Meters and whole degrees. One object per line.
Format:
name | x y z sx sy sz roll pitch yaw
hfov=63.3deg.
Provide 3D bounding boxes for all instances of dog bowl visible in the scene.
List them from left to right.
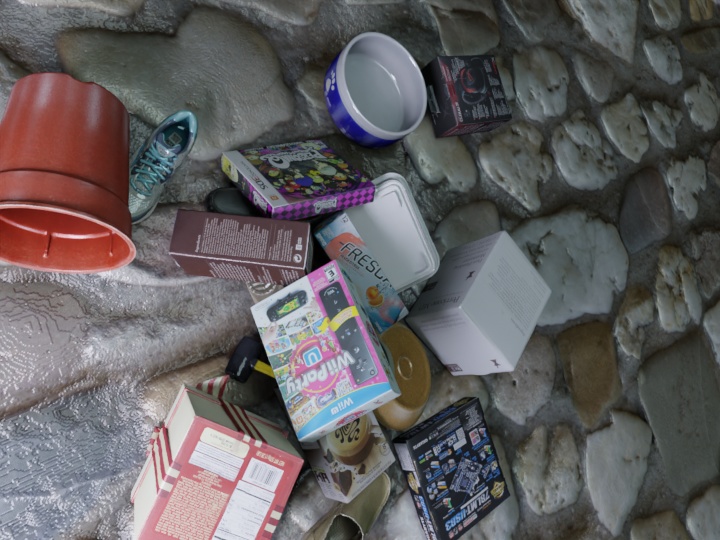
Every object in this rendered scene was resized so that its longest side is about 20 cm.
dog bowl | 0.030 -0.343 1.124 0.196 0.078 0.206 8 76 -32

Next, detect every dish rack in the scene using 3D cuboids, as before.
dish rack | 0.036 -0.048 1.015 0.168 0.044 0.204 -25 104 5

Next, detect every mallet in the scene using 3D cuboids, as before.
mallet | -0.119 0.167 0.867 0.067 0.197 0.041 -54 151 -18

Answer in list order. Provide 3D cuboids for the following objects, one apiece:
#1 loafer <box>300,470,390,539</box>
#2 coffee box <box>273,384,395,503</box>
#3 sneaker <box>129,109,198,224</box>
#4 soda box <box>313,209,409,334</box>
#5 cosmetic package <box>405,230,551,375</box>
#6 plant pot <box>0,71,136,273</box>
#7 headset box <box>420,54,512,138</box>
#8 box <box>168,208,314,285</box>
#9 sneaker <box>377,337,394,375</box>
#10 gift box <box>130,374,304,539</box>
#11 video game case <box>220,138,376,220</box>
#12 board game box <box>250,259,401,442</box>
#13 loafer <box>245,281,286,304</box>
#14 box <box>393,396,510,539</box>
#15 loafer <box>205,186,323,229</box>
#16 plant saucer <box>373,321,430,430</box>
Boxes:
loafer | -0.012 0.399 0.940 0.199 0.067 0.077 -42 103 -32
coffee box | -0.042 0.249 0.946 0.112 0.079 0.204 -29 96 -34
sneaker | -0.305 -0.161 0.859 0.077 0.086 0.204 33 63 -21
soda box | 0.000 0.000 0.966 0.063 0.068 0.202 -34 103 1
cosmetic package | 0.225 0.067 1.110 0.165 0.164 0.201 47 58 -15
plant pot | -0.382 -0.125 0.750 0.196 0.200 0.201 11 66 -30
headset box | 0.219 -0.376 1.257 0.196 0.074 0.153 -16 88 -35
box | -0.169 -0.031 0.862 0.194 0.100 0.077 5 73 0
sneaker | -0.029 0.109 0.886 0.105 0.075 0.201 20 24 -40
gift box | -0.184 0.261 0.784 0.183 0.186 0.203 33 79 -20
video game case | -0.102 -0.152 0.956 0.196 0.036 0.181 -16 45 -33
board game box | -0.050 0.111 0.817 0.145 0.064 0.203 -28 68 6
loafer | -0.134 0.036 0.942 0.068 0.074 0.205 21 54 -66
box | 0.173 0.367 1.081 0.197 0.049 0.204 -20 91 -35
loafer | -0.152 -0.106 0.957 0.196 0.072 0.075 2 79 -32
plant saucer | 0.067 0.173 1.028 0.198 0.035 0.205 24 55 -40
